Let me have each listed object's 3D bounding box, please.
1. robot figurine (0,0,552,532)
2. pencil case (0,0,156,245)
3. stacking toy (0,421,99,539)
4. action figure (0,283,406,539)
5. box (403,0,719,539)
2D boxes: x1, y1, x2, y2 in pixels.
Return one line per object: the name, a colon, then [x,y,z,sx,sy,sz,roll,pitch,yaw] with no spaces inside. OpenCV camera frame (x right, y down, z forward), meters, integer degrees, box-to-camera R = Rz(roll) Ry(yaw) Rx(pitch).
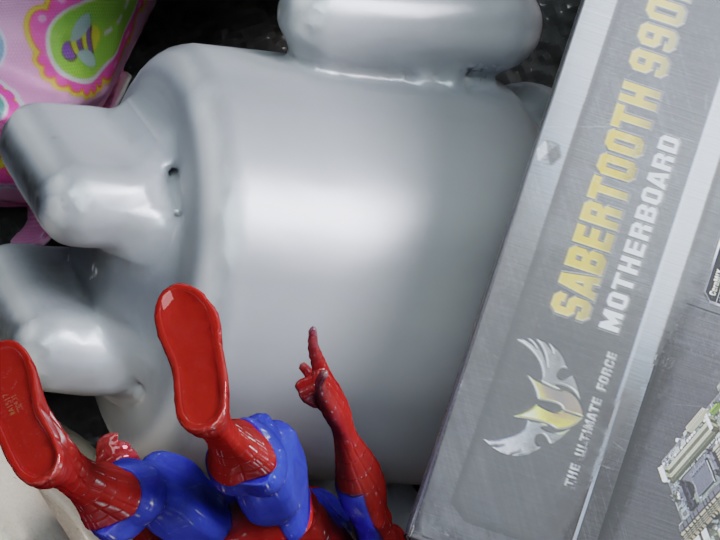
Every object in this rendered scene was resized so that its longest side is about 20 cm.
robot figurine: [0.000,0.000,0.773,0.199,0.170,0.113,6,23,-22]
pencil case: [-0.084,-0.109,0.833,0.087,0.088,0.201,22,68,1]
stacking toy: [-0.142,0.123,0.733,0.200,0.146,0.146,-35,76,1]
action figure: [-0.029,0.053,0.687,0.065,0.200,0.052,-22,65,5]
box: [0.114,-0.002,0.702,0.158,0.048,0.201,18,85,3]
